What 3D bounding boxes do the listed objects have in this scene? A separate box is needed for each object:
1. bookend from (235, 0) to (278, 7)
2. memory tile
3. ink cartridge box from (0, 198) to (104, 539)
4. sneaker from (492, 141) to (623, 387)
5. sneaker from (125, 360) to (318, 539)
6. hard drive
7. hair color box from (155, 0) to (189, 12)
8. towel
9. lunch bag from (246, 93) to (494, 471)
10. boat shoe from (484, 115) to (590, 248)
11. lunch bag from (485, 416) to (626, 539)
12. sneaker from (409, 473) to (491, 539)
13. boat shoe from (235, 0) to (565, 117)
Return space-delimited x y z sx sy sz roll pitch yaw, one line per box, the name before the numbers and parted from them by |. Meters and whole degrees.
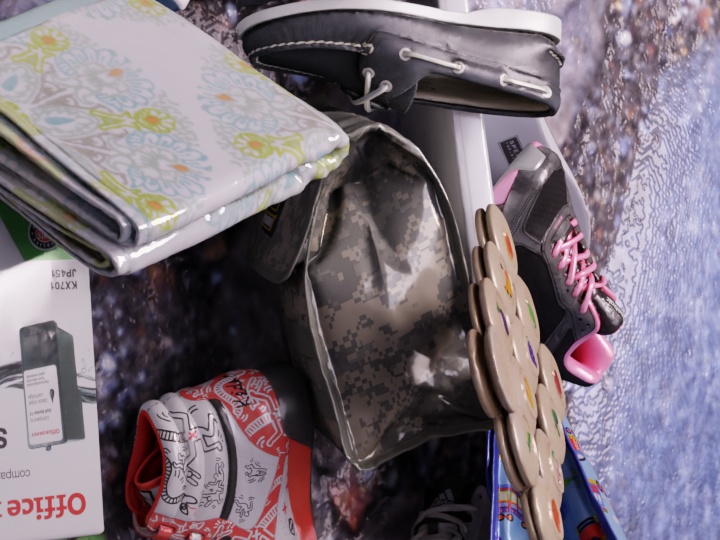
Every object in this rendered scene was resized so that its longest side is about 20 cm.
bookend | -0.011 -0.266 1.671 0.200 0.092 0.199 -27 109 -68
memory tile | 0.091 0.061 1.602 0.200 0.017 0.153 -81 154 -62
ink cartridge box | -0.219 0.051 1.490 0.146 0.083 0.200 -3 89 -45
sneaker | 0.128 0.001 1.789 0.079 0.095 0.200 -49 151 -31
sneaker | -0.081 0.156 1.644 0.108 0.067 0.202 -13 114 -22
hard drive | 0.053 -0.071 1.747 0.027 0.132 0.200 -7 89 -12
hair color box | -0.158 -0.247 1.594 0.200 0.060 0.100 48 55 -32
towel | -0.127 -0.079 1.505 0.200 0.171 0.048 -30 150 -49
lunch bag | 0.000 0.000 1.649 0.117 0.164 0.200 -17 100 -9
boat shoe | 0.098 -0.075 1.839 0.066 0.070 0.200 -101 167 -52
lunch bag | 0.123 0.149 1.772 0.151 0.094 0.200 64 14 -56
sneaker | 0.034 0.178 1.741 0.200 0.076 0.116 35 50 -60
boat shoe | 0.026 -0.121 1.634 0.200 0.076 0.060 0 79 -14
